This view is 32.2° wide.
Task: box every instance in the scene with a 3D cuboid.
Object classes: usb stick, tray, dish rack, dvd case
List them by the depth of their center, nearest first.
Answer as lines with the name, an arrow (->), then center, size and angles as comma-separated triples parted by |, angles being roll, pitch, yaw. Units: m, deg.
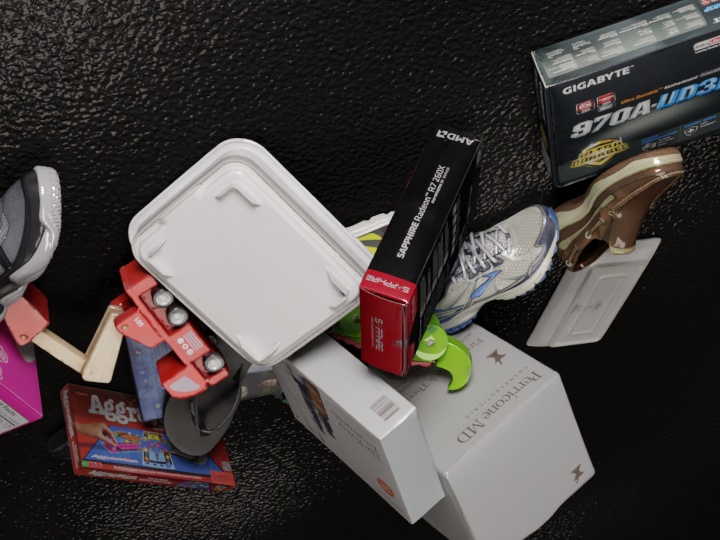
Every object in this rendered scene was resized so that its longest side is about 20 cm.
dish rack -> -0.098, -0.004, 1.121 | 0.172, 0.044, 0.200 | -36, 111, 26
dvd case -> -0.141, 0.081, 1.297 | 0.199, 0.018, 0.143 | -11, 128, -10
usb stick -> -0.272, 0.216, 1.454 | 0.055, 0.033, 0.200 | -30, 146, 30
tray -> 0.273, 0.034, 1.459 | 0.107, 0.022, 0.200 | -5, 145, -18

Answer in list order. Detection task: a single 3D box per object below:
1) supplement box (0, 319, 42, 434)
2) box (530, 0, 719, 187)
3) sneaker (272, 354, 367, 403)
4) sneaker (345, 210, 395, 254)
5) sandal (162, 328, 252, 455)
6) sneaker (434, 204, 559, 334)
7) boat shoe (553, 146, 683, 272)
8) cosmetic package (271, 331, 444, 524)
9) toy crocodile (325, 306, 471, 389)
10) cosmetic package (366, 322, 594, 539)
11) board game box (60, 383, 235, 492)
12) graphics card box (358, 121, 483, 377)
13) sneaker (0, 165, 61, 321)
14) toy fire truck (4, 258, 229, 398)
supplement box -> -0.415, 0.114, 1.174 | 0.200, 0.101, 0.103 | -22, 146, 5
box -> 0.260, -0.166, 1.139 | 0.199, 0.046, 0.159 | -18, 148, 1
sneaker -> -0.042, 0.135, 1.394 | 0.200, 0.088, 0.074 | 7, 139, -34
sneaker -> 0.000, 0.000, 1.215 | 0.199, 0.085, 0.075 | -8, 139, -15
sandal -> -0.150, 0.117, 1.280 | 0.076, 0.043, 0.200 | 10, 122, -25
sneaker -> 0.118, -0.003, 1.286 | 0.085, 0.077, 0.200 | 21, 130, -39
boat shoe -> 0.257, -0.053, 1.225 | 0.075, 0.075, 0.202 | -13, 167, -25
cosmetic package -> -0.010, 0.141, 1.237 | 0.052, 0.200, 0.151 | -39, 139, -16
toy crocodile -> 0.024, 0.062, 1.264 | 0.200, 0.068, 0.062 | 20, 101, -12
cosmetic package -> 0.113, 0.176, 1.349 | 0.167, 0.200, 0.167 | -38, 128, -18
board game box -> -0.230, 0.185, 1.364 | 0.200, 0.103, 0.019 | 16, 131, -41
graphics card box -> 0.056, -0.020, 1.128 | 0.051, 0.200, 0.126 | 18, 149, 14
sneaker -> -0.331, -0.019, 1.041 | 0.114, 0.076, 0.200 | 8, 140, -37
toy fire truck -> -0.231, 0.061, 1.182 | 0.141, 0.049, 0.200 | -33, 122, 1
